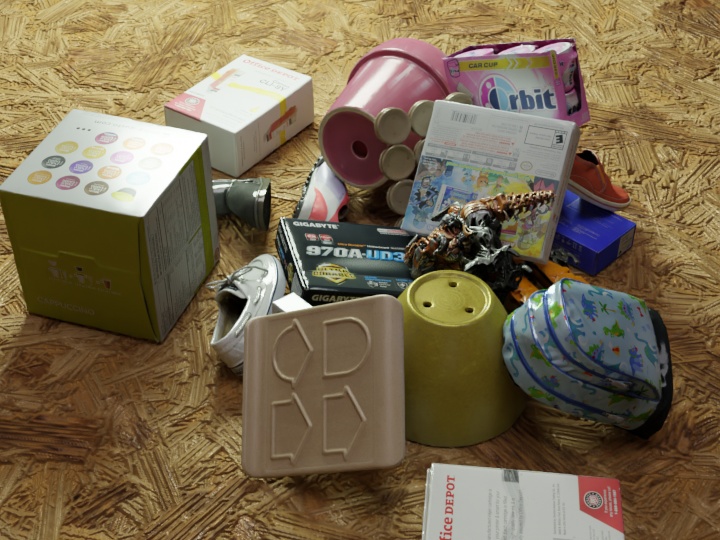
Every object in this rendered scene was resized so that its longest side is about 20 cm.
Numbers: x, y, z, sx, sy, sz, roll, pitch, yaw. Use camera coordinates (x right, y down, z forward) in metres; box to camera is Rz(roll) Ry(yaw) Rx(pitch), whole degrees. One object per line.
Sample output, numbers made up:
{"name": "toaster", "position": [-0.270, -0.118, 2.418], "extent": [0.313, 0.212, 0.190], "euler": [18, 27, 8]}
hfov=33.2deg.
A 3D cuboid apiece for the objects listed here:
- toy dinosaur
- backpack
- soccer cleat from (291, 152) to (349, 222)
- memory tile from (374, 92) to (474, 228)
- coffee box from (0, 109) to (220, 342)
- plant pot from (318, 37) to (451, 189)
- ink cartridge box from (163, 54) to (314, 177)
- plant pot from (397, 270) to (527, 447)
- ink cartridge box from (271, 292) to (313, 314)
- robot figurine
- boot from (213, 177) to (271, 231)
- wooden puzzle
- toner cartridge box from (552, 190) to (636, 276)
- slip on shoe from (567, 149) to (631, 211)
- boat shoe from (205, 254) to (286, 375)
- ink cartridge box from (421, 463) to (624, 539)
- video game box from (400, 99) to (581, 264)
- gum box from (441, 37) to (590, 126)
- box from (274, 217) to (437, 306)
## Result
{"name": "toy dinosaur", "position": [0.146, -0.043, 1.502], "extent": [0.102, 0.200, 0.136], "euler": [15, 44, -38]}
{"name": "backpack", "position": [0.256, 0.089, 1.366], "extent": [0.199, 0.154, 0.164], "euler": [10, 57, -12]}
{"name": "soccer cleat", "position": [-0.046, -0.111, 1.743], "extent": [0.073, 0.068, 0.200], "euler": [25, 35, -6]}
{"name": "memory tile", "position": [0.100, -0.136, 1.665], "extent": [0.153, 0.201, 0.017], "euler": [-16, 18, -19]}
{"name": "coffee box", "position": [-0.314, -0.059, 1.554], "extent": [0.199, 0.201, 0.198], "euler": [11, 40, 14]}
{"name": "plant pot", "position": [0.039, -0.212, 1.742], "extent": [0.199, 0.201, 0.179], "euler": [21, 39, 25]}
{"name": "ink cartridge box", "position": [-0.186, -0.246, 1.885], "extent": [0.145, 0.084, 0.200], "euler": [23, 44, 26]}
{"name": "plant pot", "position": [0.102, 0.085, 1.420], "extent": [0.199, 0.143, 0.201], "euler": [0, 38, 0]}
{"name": "ink cartridge box", "position": [-0.030, 0.116, 1.415], "extent": [0.039, 0.100, 0.200], "euler": [-25, 45, -32]}
{"name": "robot figurine", "position": [0.229, 0.030, 1.558], "extent": [0.144, 0.058, 0.200], "euler": [-19, 43, -23]}
{"name": "boot", "position": [-0.224, -0.097, 1.684], "extent": [0.199, 0.073, 0.182], "euler": [4, 8, -6]}
{"name": "wooden puzzle", "position": [-0.037, 0.132, 1.335], "extent": [0.199, 0.046, 0.186], "euler": [-9, 72, 29]}
{"name": "toner cartridge box", "position": [0.276, -0.071, 1.698], "extent": [0.200, 0.043, 0.095], "euler": [32, 47, 33]}
{"name": "slip on shoe", "position": [0.312, -0.132, 1.658], "extent": [0.199, 0.061, 0.074], "euler": [23, 13, -40]}
{"name": "boat shoe", "position": [-0.153, 0.035, 1.516], "extent": [0.074, 0.086, 0.203], "euler": [-27, 32, 31]}
{"name": "ink cartridge box", "position": [0.161, 0.281, 1.219], "extent": [0.199, 0.083, 0.147], "euler": [4, 38, 5]}
{"name": "video game box", "position": [0.170, -0.116, 1.577], "extent": [0.199, 0.047, 0.183], "euler": [14, 82, 25]}
{"name": "gum box", "position": [0.214, -0.247, 1.642], "extent": [0.066, 0.114, 0.199], "euler": [-30, 24, -37]}
{"name": "box", "position": [0.000, 0.000, 1.567], "extent": [0.199, 0.046, 0.159], "euler": [4, 35, -20]}
